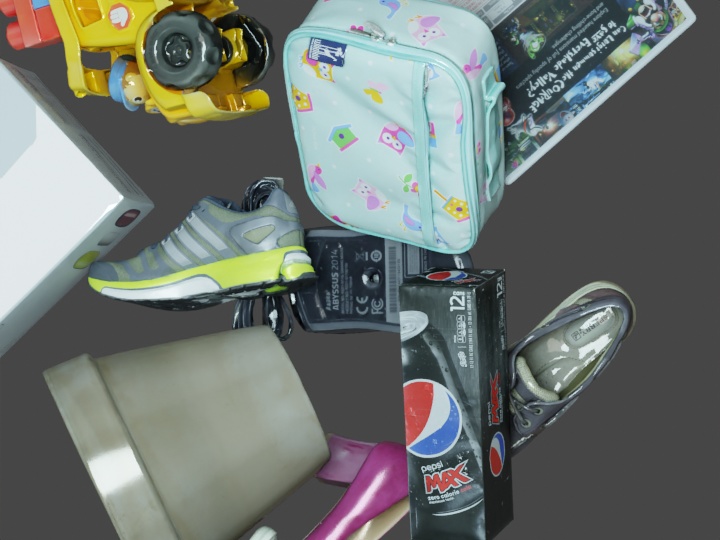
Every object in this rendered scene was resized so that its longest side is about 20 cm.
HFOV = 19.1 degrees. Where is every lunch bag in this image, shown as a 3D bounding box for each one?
[{"bbox_3d":[0.030,-0.110,1.576,0.160,0.200,0.077,18,49,25],"label":"lunch bag"}]

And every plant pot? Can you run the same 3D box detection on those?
[{"bbox_3d":[-0.123,0.131,1.636,0.173,0.200,0.200,-25,85,-8],"label":"plant pot"}]

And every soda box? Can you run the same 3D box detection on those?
[{"bbox_3d":[0.073,0.101,1.608,0.063,0.071,0.201,1,102,23],"label":"soda box"}]

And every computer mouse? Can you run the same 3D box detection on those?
[{"bbox_3d":[0.000,0.000,1.686,0.199,0.053,0.139,4,91,20],"label":"computer mouse"}]

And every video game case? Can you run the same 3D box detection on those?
[{"bbox_3d":[0.129,-0.197,1.618,0.200,0.023,0.182,-41,104,-7],"label":"video game case"}]

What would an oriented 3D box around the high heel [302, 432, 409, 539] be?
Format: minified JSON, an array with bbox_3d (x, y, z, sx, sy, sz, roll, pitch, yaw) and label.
[{"bbox_3d":[-0.007,0.229,1.664,0.096,0.067,0.201,13,86,18],"label":"high heel"}]

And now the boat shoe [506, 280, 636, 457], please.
[{"bbox_3d":[0.133,0.086,1.654,0.200,0.065,0.072,-42,86,6],"label":"boat shoe"}]

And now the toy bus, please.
[{"bbox_3d":[-0.185,-0.195,1.682,0.192,0.136,0.201,-18,88,20],"label":"toy bus"}]

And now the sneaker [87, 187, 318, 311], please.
[{"bbox_3d":[-0.125,-0.015,1.678,0.199,0.074,0.081,-8,78,24],"label":"sneaker"}]

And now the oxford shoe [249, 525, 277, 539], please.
[{"bbox_3d":[-0.095,0.296,1.673,0.058,0.075,0.201,20,98,14],"label":"oxford shoe"}]

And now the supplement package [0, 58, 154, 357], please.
[{"bbox_3d":[-0.294,-0.040,1.692,0.200,0.111,0.156,-44,83,5],"label":"supplement package"}]
